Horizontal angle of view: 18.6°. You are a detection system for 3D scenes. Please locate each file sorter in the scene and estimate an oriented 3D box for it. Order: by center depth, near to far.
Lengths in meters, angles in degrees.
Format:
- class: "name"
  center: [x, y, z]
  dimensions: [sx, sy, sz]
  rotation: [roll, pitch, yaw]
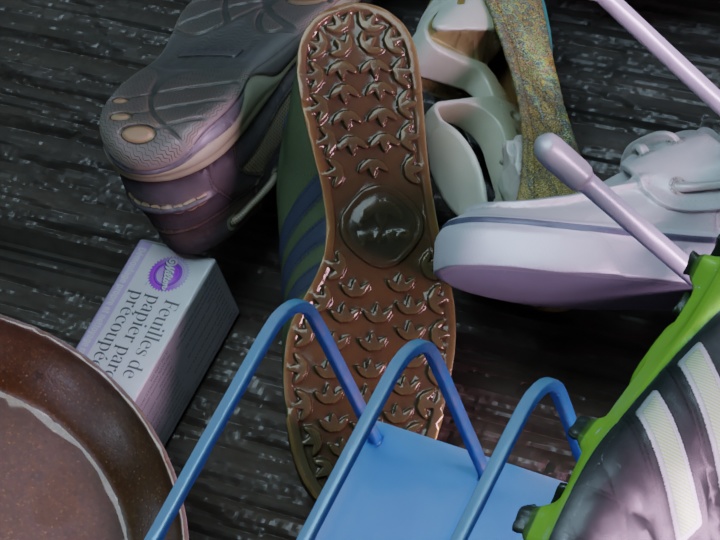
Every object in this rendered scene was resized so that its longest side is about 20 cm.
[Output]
- class: "file sorter"
  center: [0.045, 0.110, 0.703]
  dimensions: [0.199, 0.123, 0.139]
  rotation: [17, 64, 26]

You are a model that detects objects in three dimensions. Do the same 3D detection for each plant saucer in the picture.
- class: "plant saucer"
  center: [-0.163, 0.107, 0.807]
  dimensions: [0.199, 0.035, 0.201]
  rotation: [5, 60, -9]

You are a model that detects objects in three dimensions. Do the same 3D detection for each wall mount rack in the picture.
- class: "wall mount rack"
  center: [0.146, -0.040, 0.752]
  dimensions: [0.173, 0.075, 0.200]
  rotation: [7, 38, 4]

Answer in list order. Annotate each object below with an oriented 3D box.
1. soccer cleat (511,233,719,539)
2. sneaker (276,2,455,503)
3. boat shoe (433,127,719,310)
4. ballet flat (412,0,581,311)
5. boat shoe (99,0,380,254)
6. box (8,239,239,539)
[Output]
- class: "soccer cleat"
  center: [0.099, 0.060, 0.606]
  dimensions: [0.081, 0.068, 0.200]
  rotation: [28, 68, 17]
- class: "sneaker"
  center: [0.000, 0.000, 0.891]
  dimensions: [0.067, 0.090, 0.201]
  rotation: [-1, 83, -4]
- class: "boat shoe"
  center: [0.124, -0.022, 0.838]
  dimensions: [0.199, 0.074, 0.066]
  rotation: [1, 78, -13]
- class: "ballet flat"
  center: [0.051, -0.070, 0.921]
  dimensions: [0.070, 0.071, 0.200]
  rotation: [-16, 54, 4]
- class: "boat shoe"
  center: [-0.047, -0.076, 0.959]
  dimensions: [0.074, 0.074, 0.200]
  rotation: [7, 35, 28]
- class: "box"
  center: [-0.112, 0.079, 0.880]
  dimensions: [0.039, 0.041, 0.200]
  rotation: [14, 60, 24]
